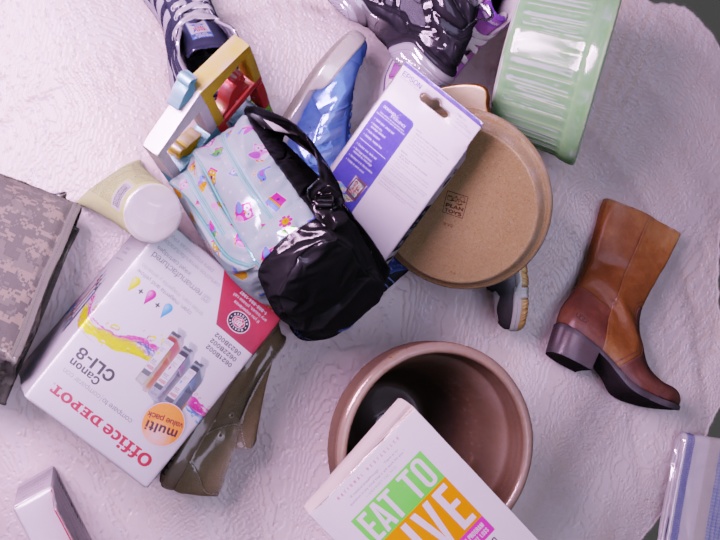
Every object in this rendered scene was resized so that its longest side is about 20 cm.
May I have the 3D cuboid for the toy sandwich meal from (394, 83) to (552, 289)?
[{"bbox_3d":[0.099,-0.082,1.044,0.203,0.070,0.207,6,112,15],"label":"toy sandwich meal"}]

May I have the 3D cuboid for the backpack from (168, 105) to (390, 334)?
[{"bbox_3d":[-0.078,-0.048,0.930,0.126,0.167,0.200,-35,61,-4],"label":"backpack"}]

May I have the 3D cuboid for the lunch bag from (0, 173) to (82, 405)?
[{"bbox_3d":[-0.359,-0.007,0.948,0.163,0.118,0.202,21,55,-13],"label":"lunch bag"}]

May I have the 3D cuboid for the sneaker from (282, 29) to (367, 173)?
[{"bbox_3d":[-0.025,-0.139,1.073,0.111,0.077,0.201,33,82,-14],"label":"sneaker"}]

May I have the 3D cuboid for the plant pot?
[{"bbox_3d":[0.049,0.164,1.050,0.198,0.174,0.203,-1,92,-16],"label":"plant pot"}]

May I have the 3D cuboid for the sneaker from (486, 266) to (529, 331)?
[{"bbox_3d":[0.131,-0.030,1.135,0.087,0.076,0.202,-11,92,0],"label":"sneaker"}]

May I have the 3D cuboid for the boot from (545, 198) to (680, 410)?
[{"bbox_3d":[0.320,0.044,1.203,0.187,0.068,0.202,28,76,-8],"label":"boot"}]

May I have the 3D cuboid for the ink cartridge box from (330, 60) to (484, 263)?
[{"bbox_3d":[0.026,-0.089,0.994,0.099,0.039,0.201,40,109,9],"label":"ink cartridge box"}]

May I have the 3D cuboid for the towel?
[{"bbox_3d":[0.450,0.281,1.255,0.198,0.024,0.149,13,85,-19],"label":"towel"}]

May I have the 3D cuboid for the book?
[{"bbox_3d":[0.061,0.235,0.946,0.134,0.048,0.200,-45,104,-8],"label":"book"}]

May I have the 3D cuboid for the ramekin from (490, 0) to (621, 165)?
[{"bbox_3d":[0.202,-0.219,1.078,0.097,0.200,0.202,16,86,10],"label":"ramekin"}]

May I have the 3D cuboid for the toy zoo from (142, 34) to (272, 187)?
[{"bbox_3d":[-0.139,-0.137,0.980,0.020,0.200,0.132,36,79,12],"label":"toy zoo"}]

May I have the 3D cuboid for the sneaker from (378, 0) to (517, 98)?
[{"bbox_3d":[0.096,-0.240,1.089,0.072,0.114,0.201,37,82,-16],"label":"sneaker"}]

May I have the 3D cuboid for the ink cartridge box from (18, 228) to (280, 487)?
[{"bbox_3d":[-0.203,0.072,0.985,0.145,0.144,0.201,41,81,-18],"label":"ink cartridge box"}]

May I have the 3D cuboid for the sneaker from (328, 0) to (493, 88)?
[{"bbox_3d":[0.046,-0.282,1.050,0.200,0.075,0.114,46,109,17],"label":"sneaker"}]

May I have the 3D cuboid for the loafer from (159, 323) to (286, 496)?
[{"bbox_3d":[-0.128,0.140,1.052,0.067,0.076,0.201,32,92,-16],"label":"loafer"}]

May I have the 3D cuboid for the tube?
[{"bbox_3d":[-0.211,-0.069,0.956,0.057,0.200,0.053,6,100,-27],"label":"tube"}]

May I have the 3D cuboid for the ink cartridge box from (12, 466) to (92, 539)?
[{"bbox_3d":[-0.255,0.293,0.959,0.044,0.176,0.202,-27,98,-14],"label":"ink cartridge box"}]

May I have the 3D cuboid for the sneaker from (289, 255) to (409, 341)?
[{"bbox_3d":[0.000,0.000,1.093,0.200,0.078,0.070,-42,100,-34],"label":"sneaker"}]

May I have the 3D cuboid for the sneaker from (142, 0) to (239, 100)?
[{"bbox_3d":[-0.169,-0.255,1.009,0.069,0.108,0.202,-18,96,-16],"label":"sneaker"}]
